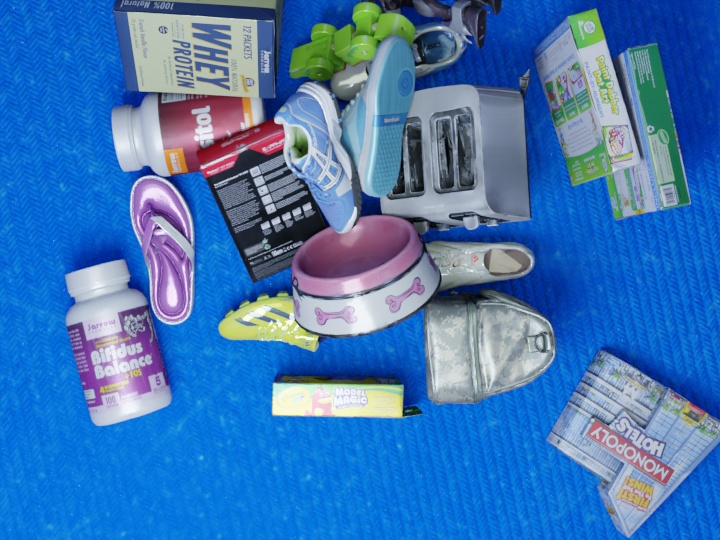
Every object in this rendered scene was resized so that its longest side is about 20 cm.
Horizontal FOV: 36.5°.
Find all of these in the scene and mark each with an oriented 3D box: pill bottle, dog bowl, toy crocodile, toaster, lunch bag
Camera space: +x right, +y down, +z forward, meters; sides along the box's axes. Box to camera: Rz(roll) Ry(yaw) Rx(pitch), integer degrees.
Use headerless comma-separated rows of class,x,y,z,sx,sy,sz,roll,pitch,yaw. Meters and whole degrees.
pill bottle,-0.223,-0.187,1.446,0.196,0.113,0.115,-8,90,-2
dog bowl,0.000,0.000,1.386,0.197,0.201,0.075,-18,116,-2
toy crocodile,-0.016,-0.295,1.441,0.198,0.061,0.069,-15,60,37
toaster,0.124,-0.152,1.422,0.179,0.118,0.204,-3,90,40
pill bottle,-0.325,0.093,1.442,0.110,0.112,0.203,-16,91,-2
lunch bag,0.166,0.094,1.421,0.165,0.200,0.142,-3,89,3

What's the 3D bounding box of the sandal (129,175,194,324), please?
sandal,-0.259,-0.026,1.463,0.081,0.050,0.206,-11,101,-3

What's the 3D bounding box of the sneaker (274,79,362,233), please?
sneaker,-0.056,-0.132,1.361,0.077,0.075,0.202,-38,123,-33

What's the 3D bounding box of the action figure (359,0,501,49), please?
action figure,0.085,-0.361,1.452,0.198,0.070,0.131,21,62,29

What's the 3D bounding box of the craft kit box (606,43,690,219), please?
craft kit box,0.357,-0.173,1.420,0.048,0.197,0.204,-12,91,-6

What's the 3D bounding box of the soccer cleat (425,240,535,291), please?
soccer cleat,0.139,-0.009,1.478,0.196,0.078,0.071,-7,90,-2

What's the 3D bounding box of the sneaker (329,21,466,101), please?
sneaker,0.049,-0.287,1.478,0.197,0.072,0.073,-22,93,-1

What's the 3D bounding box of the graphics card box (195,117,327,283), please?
graphics card box,-0.122,-0.091,1.429,0.124,0.051,0.202,-24,127,-3

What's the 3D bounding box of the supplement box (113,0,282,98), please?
supplement box,-0.197,-0.344,1.394,0.196,0.135,0.202,3,56,-2

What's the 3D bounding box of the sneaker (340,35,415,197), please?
sneaker,-0.005,-0.206,1.404,0.129,0.079,0.203,21,105,40

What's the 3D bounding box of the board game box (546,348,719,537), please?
board game box,0.367,0.247,1.495,0.198,0.062,0.202,31,88,-2

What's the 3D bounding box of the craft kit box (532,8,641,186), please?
craft kit box,0.291,-0.218,1.423,0.048,0.200,0.201,-14,91,-3

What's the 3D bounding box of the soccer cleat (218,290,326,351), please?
soccer cleat,-0.093,0.072,1.471,0.197,0.065,0.085,-12,74,-5

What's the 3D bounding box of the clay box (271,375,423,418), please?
clay box,-0.018,0.167,1.453,0.196,0.115,0.049,0,89,-3
